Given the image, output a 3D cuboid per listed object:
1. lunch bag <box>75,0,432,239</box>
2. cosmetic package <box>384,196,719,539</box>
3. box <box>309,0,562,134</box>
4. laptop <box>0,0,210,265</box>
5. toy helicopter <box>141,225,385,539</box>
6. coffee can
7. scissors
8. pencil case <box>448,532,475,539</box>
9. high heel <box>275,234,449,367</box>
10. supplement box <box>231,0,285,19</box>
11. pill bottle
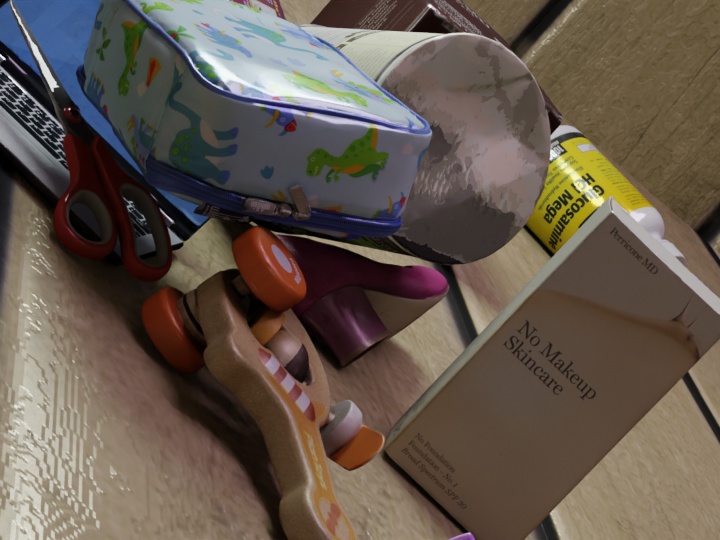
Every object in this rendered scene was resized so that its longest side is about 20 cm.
[{"bbox_3d":[-0.059,-0.090,1.265,0.160,0.083,0.200,9,20,-31],"label":"lunch bag"},{"bbox_3d":[0.119,0.064,1.368,0.103,0.200,0.073,42,12,-1],"label":"cosmetic package"},{"bbox_3d":[0.044,-0.153,1.973,0.166,0.164,0.200,37,13,-24],"label":"box"},{"bbox_3d":[-0.145,-0.114,1.343,0.187,0.116,0.200,43,12,5],"label":"laptop"},{"bbox_3d":[-0.034,0.082,1.179,0.132,0.079,0.201,44,19,-42],"label":"toy helicopter"},{"bbox_3d":[0.009,-0.087,1.498,0.146,0.147,0.200,35,-13,-31],"label":"coffee can"},{"bbox_3d":[-0.155,-0.075,1.286,0.073,0.014,0.201,10,45,-34],"label":"scissors"},{"bbox_3d":[0.091,0.209,1.051,0.200,0.084,0.086,53,-18,46],"label":"pencil case"},{"bbox_3d":[0.000,0.000,1.518,0.096,0.067,0.200,54,16,3],"label":"high heel"},{"bbox_3d":[-0.139,-0.197,1.587,0.200,0.103,0.132,14,55,-67],"label":"supplement box"},{"bbox_3d":[0.249,-0.051,2.413,0.200,0.113,0.112,48,13,26],"label":"pill bottle"}]
